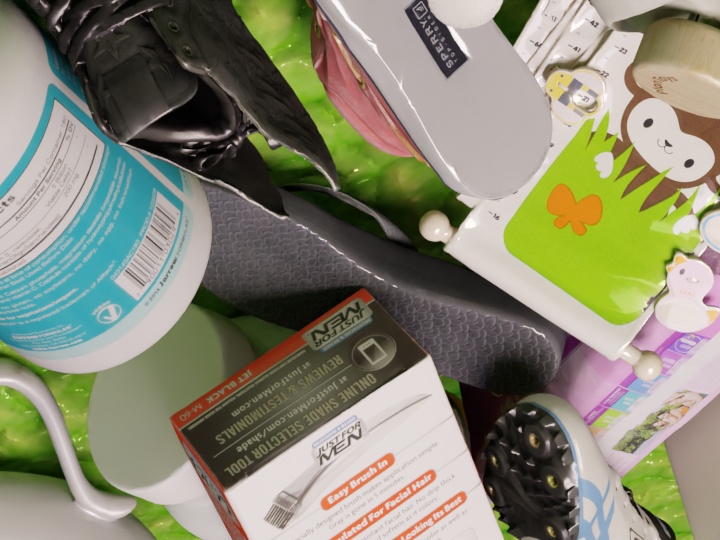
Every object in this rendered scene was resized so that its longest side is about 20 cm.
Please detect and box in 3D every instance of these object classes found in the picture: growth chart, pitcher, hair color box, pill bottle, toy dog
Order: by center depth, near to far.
[{"bbox_3d":[0.080,-0.138,0.913,0.096,0.132,0.200,0,137,52],"label":"toy dog"},{"bbox_3d":[-0.151,-0.045,0.971,0.110,0.111,0.200,-24,144,16],"label":"pill bottle"},{"bbox_3d":[0.114,-0.057,1.021,0.144,0.018,0.201,25,117,2],"label":"growth chart"},{"bbox_3d":[0.000,0.118,1.121,0.111,0.064,0.201,-33,135,-11],"label":"hair color box"},{"bbox_3d":[-0.033,0.089,1.202,0.116,0.117,0.200,-34,142,27],"label":"pill bottle"},{"bbox_3d":[-0.174,0.140,1.242,0.200,0.121,0.172,32,111,-34],"label":"pitcher"}]

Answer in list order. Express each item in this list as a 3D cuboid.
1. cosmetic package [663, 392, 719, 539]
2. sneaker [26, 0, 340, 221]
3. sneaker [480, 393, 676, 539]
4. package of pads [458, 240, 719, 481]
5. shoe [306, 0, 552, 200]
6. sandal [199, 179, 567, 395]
[{"bbox_3d":[0.207,0.061,1.173,0.103,0.201,0.087,9,141,-33],"label":"cosmetic package"},{"bbox_3d":[-0.090,-0.097,0.921,0.060,0.105,0.199,-33,142,24],"label":"sneaker"},{"bbox_3d":[0.109,0.120,1.136,0.072,0.072,0.201,-37,138,-16],"label":"sneaker"},{"bbox_3d":[0.125,0.015,1.149,0.075,0.121,0.200,16,136,-28],"label":"package of pads"},{"bbox_3d":[0.000,-0.118,0.955,0.071,0.091,0.201,-39,119,-15],"label":"shoe"},{"bbox_3d":[0.000,0.001,1.111,0.199,0.043,0.076,24,140,-8],"label":"sandal"}]
